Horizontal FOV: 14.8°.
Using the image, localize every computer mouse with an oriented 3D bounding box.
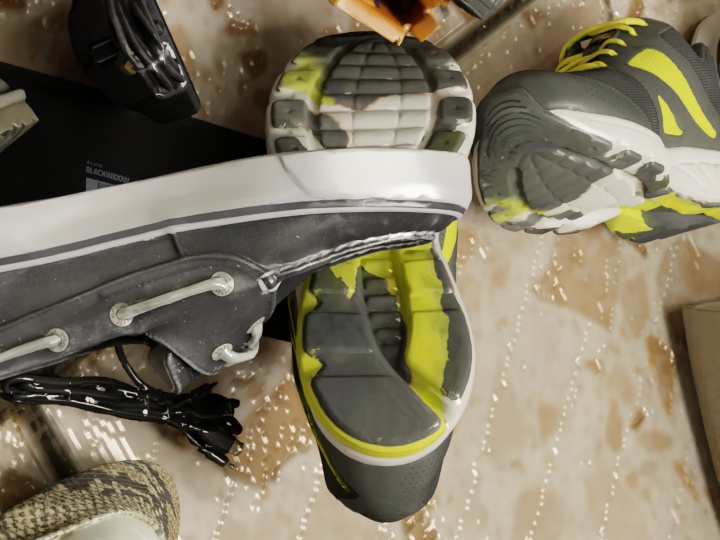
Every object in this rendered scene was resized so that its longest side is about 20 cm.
[{"bbox_3d":[-0.078,-0.073,0.901,0.034,0.200,0.059,-24,94,-2],"label":"computer mouse"}]

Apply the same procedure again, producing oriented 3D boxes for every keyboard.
[{"bbox_3d":[-0.088,0.000,0.971,0.199,0.021,0.128,15,68,-38],"label":"keyboard"}]

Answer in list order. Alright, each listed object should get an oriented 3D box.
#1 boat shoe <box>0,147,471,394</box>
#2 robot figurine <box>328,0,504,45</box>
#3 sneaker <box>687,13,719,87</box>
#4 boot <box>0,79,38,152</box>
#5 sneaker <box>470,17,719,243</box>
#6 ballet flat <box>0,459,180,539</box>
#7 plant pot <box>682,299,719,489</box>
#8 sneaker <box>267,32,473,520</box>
[{"bbox_3d":[-0.058,0.005,0.891,0.199,0.072,0.068,-10,84,-11],"label":"boat shoe"},{"bbox_3d":[-0.029,-0.157,0.988,0.058,0.145,0.200,-44,112,10],"label":"robot figurine"},{"bbox_3d":[0.245,-0.061,1.209,0.200,0.115,0.076,25,67,-36],"label":"sneaker"},{"bbox_3d":[-0.204,-0.102,0.849,0.182,0.072,0.201,-21,79,-55],"label":"boot"},{"bbox_3d":[0.094,-0.062,1.101,0.200,0.074,0.085,13,61,-61],"label":"sneaker"},{"bbox_3d":[-0.115,0.117,0.889,0.199,0.075,0.068,-19,112,-42],"label":"ballet flat"},{"bbox_3d":[0.272,0.099,1.167,0.199,0.199,0.178,-7,98,-42],"label":"plant pot"},{"bbox_3d":[0.000,0.000,0.988,0.074,0.085,0.201,4,49,-2],"label":"sneaker"}]
